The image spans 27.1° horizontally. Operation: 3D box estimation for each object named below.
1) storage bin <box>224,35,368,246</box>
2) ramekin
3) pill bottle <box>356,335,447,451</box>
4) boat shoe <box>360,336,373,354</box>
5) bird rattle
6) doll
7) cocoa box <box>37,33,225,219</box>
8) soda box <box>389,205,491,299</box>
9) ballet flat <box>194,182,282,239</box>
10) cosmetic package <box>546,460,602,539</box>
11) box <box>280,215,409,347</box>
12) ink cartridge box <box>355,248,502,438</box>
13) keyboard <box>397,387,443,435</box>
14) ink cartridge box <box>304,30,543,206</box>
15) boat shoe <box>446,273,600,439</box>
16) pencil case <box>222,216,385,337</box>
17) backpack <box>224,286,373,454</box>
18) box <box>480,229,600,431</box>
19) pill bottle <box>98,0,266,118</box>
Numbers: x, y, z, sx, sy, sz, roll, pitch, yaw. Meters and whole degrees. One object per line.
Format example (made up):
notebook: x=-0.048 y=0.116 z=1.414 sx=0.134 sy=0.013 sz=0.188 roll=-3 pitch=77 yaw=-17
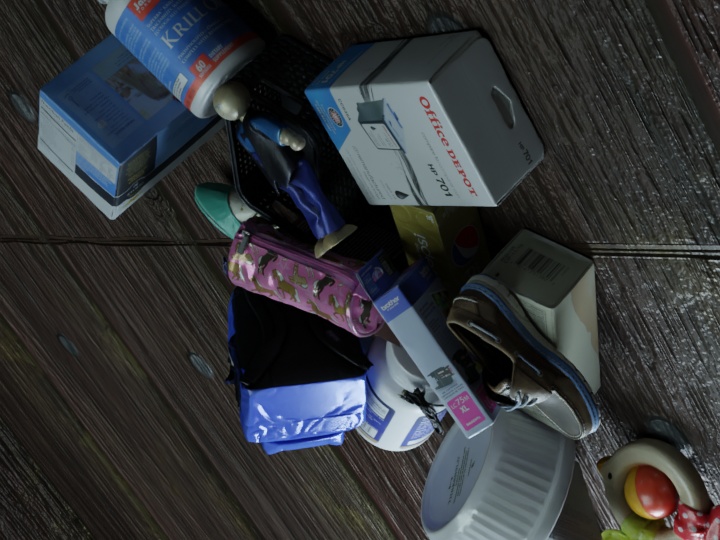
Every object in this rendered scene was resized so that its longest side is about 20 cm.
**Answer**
storage bin: x=-0.065 y=-0.137 z=1.628 sx=0.135 sy=0.094 sz=0.201 roll=33 pitch=151 yaw=24
ramekin: x=0.144 y=0.233 z=1.643 sx=0.094 sy=0.204 sz=0.202 roll=26 pitch=157 yaw=-14
pill bottle: x=0.059 y=0.127 z=1.782 sx=0.120 sy=0.120 sz=0.200 roll=41 pitch=153 yaw=9
boat shoe: x=-0.058 y=0.069 z=1.934 sx=0.201 sy=0.071 sz=0.091 roll=50 pitch=155 yaw=8
bird rattle: x=0.327 y=0.261 z=1.613 sx=0.200 sy=0.112 sz=0.164 roll=-28 pitch=88 yaw=59
doll: x=-0.079 y=-0.111 z=1.527 sx=0.201 sy=0.048 sz=0.136 roll=54 pitch=162 yaw=-1
cocoa box: x=-0.254 y=-0.187 z=1.708 sx=0.133 sy=0.200 sz=0.131 roll=42 pitch=153 yaw=9
soda box: x=0.094 y=-0.014 z=1.598 sx=0.067 sy=0.064 sz=0.201 roll=21 pitch=144 yaw=38
ballet flat: x=-0.119 y=-0.052 z=1.868 sx=0.200 sy=0.067 sz=0.070 roll=45 pitch=131 yaw=1
cosmetic package: x=0.205 y=0.294 z=1.687 sx=0.084 sy=0.108 sz=0.200 roll=24 pitch=-160 yaw=-14
box: x=0.000 y=0.000 z=1.711 sx=0.199 sy=0.100 sz=0.075 roll=24 pitch=143 yaw=38
ink cartridge box: x=0.077 y=0.063 z=1.522 sx=0.042 sy=0.119 sz=0.201 roll=-37 pitch=92 yaw=21
keyboard: x=0.121 y=0.150 z=1.698 sx=0.126 sy=0.021 sz=0.200 roll=-19 pitch=142 yaw=15
ink cartridge box: x=0.060 y=-0.143 z=1.449 sx=0.199 sy=0.086 sz=0.147 roll=6 pitch=133 yaw=54
boat shoe: x=0.155 y=0.101 z=1.485 sx=0.200 sy=0.072 sz=0.072 roll=48 pitch=151 yaw=-7
pencil case: x=-0.055 y=0.006 z=1.623 sx=0.199 sy=0.086 sz=0.084 roll=22 pitch=108 yaw=33
backpack: x=-0.087 y=0.106 z=1.791 sx=0.169 sy=0.161 sz=0.201 roll=100 pitch=162 yaw=-44
box: x=0.190 y=0.065 z=1.554 sx=0.094 sy=0.078 sz=0.201 roll=28 pitch=148 yaw=30
pill bottle: x=-0.206 y=-0.271 z=1.621 sx=0.200 sy=0.112 sz=0.112 roll=43 pitch=153 yaw=6
